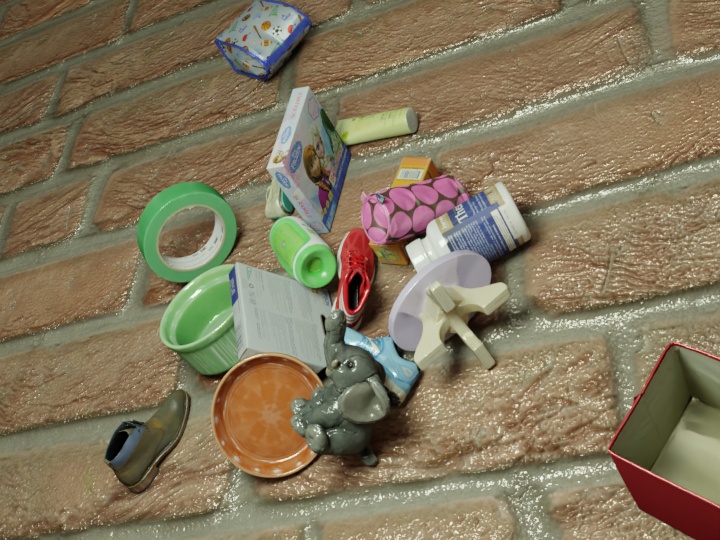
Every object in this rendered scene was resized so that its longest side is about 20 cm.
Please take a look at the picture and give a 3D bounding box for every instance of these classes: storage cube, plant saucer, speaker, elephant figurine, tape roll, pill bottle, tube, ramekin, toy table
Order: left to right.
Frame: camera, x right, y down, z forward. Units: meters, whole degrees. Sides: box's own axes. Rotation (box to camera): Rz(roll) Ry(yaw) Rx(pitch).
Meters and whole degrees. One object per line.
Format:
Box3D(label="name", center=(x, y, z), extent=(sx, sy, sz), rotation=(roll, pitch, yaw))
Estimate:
Box3D(label="tape roll", center=(-0.346, -0.075, 1.867), extent=(0.200, 0.201, 0.048), rotation=(-40, 45, -3))
Box3D(label="ramekin", center=(-0.266, 0.096, 1.736), extent=(0.197, 0.098, 0.202), rotation=(-23, 36, 18))
Box3D(label="plant saucer", center=(-0.146, 0.236, 1.536), extent=(0.199, 0.202, 0.032), rotation=(-37, 4, 0))
Box3D(label="speaker", center=(-0.110, -0.037, 1.746), extent=(0.088, 0.089, 0.200), rotation=(-40, 29, -3))
Box3D(label="elephant figurine", center=(-0.011, 0.181, 1.430), extent=(0.142, 0.154, 0.202), rotation=(49, 115, 34))
Box3D(label="tube", center=(0.023, -0.293, 1.919), extent=(0.196, 0.053, 0.058), rotation=(-5, 13, 35))
Box3D(label="toy table", center=(0.144, 0.066, 1.486), extent=(0.201, 0.183, 0.117), rotation=(-50, 29, 3))
Box3D(label="pill bottle", center=(0.180, -0.055, 1.589), extent=(0.197, 0.111, 0.112), rotation=(-30, 45, 8))
Box3D(label="storage cube", center=(0.439, 0.229, 1.163), extent=(0.198, 0.180, 0.172), rotation=(23, 69, 42))

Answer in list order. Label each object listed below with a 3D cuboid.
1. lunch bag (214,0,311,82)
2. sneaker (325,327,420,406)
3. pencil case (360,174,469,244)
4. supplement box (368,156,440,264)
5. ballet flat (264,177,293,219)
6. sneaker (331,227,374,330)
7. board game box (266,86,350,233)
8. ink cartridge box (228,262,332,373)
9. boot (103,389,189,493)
Box3D(label="lunch bag", center=(-0.220, -0.543, 2.210), extent=(0.171, 0.124, 0.198), rotation=(-50, 39, -13))
Box3D(label="sneaker", center=(0.021, 0.142, 1.569), extent=(0.090, 0.079, 0.199), rotation=(-40, 57, -21))
Box3D(label="pencil case", center=(0.095, -0.113, 1.635), extent=(0.197, 0.091, 0.094), rotation=(-15, 59, -35))
Box3D(label="supplement box", center=(0.083, -0.111, 1.726), extent=(0.068, 0.067, 0.203), rotation=(7, 61, 31))
Box3D(label="ballet flat", center=(-0.167, -0.194, 1.947), extent=(0.061, 0.067, 0.203), rotation=(-18, 48, 31))
Box3D(label="sneaker", center=(0.000, 0.000, 1.645), extent=(0.076, 0.116, 0.204), rotation=(10, 64, -12))
Box3D(label="board game box", center=(-0.095, -0.213, 1.821), extent=(0.040, 0.200, 0.203), rotation=(-4, 54, 27))
Box3D(label="ink cartridge box", center=(-0.131, 0.092, 1.638), extent=(0.043, 0.197, 0.199), rotation=(-50, 36, 32))
Box3D(label="boot", center=(-0.381, 0.288, 1.679), extent=(0.073, 0.097, 0.203), rotation=(7, 60, 34))
